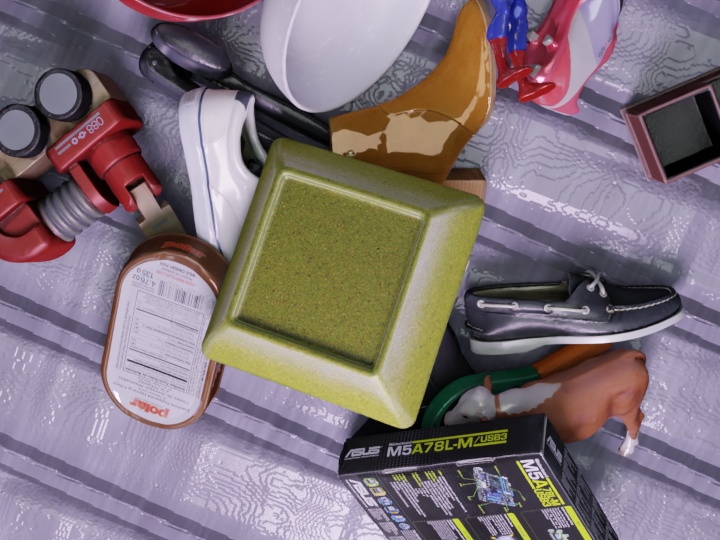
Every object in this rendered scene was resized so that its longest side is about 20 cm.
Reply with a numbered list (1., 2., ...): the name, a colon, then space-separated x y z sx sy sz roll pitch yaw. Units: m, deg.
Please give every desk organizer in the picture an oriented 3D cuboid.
1. desk organizer: 0.338 -0.146 1.094 0.198 0.077 0.072 -23 97 6

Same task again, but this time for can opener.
1. can opener: -0.110 -0.150 1.126 0.199 0.079 0.064 34 91 -12

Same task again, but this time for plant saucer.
1. plant saucer: -0.021 0.003 1.024 0.198 0.048 0.202 18 85 16

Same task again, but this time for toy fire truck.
1. toy fire truck: -0.246 -0.056 1.129 0.175 0.129 0.201 -37 85 8

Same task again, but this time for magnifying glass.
1. magnifying glass: 0.144 0.108 1.138 0.199 0.022 0.080 -29 127 -15

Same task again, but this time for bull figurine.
1. bull figurine: 0.172 0.134 1.118 0.198 0.065 0.122 -16 131 -14

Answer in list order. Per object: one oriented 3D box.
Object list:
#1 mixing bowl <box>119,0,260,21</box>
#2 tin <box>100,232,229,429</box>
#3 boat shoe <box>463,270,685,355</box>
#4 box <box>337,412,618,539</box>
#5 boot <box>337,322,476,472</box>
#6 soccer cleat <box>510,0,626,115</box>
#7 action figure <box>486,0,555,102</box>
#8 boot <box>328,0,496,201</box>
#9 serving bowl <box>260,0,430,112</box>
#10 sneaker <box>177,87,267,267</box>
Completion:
1. mixing bowl: -0.163 -0.292 1.064 0.198 0.108 0.203 5 78 -23
2. tin: -0.176 0.059 1.136 0.111 0.042 0.202 21 122 7
3. boat shoe: 0.192 0.032 1.131 0.198 0.076 0.061 -10 104 4
4. box: 0.107 0.209 1.099 0.191 0.048 0.201 -13 133 25
5. boot: 0.011 0.086 1.112 0.164 0.066 0.201 -35 127 -4
6. soccer cleat: 0.208 -0.234 1.103 0.076 0.067 0.201 29 93 -35
7. action figure: 0.145 -0.256 1.061 0.098 0.065 0.202 -24 65 28
8. boot: 0.043 -0.140 1.108 0.142 0.071 0.204 -1 107 -7
9. serving bowl: -0.017 -0.237 1.053 0.066 0.200 0.201 38 100 22
10. sneaker: -0.108 -0.065 1.109 0.070 0.073 0.202 -1 121 17
